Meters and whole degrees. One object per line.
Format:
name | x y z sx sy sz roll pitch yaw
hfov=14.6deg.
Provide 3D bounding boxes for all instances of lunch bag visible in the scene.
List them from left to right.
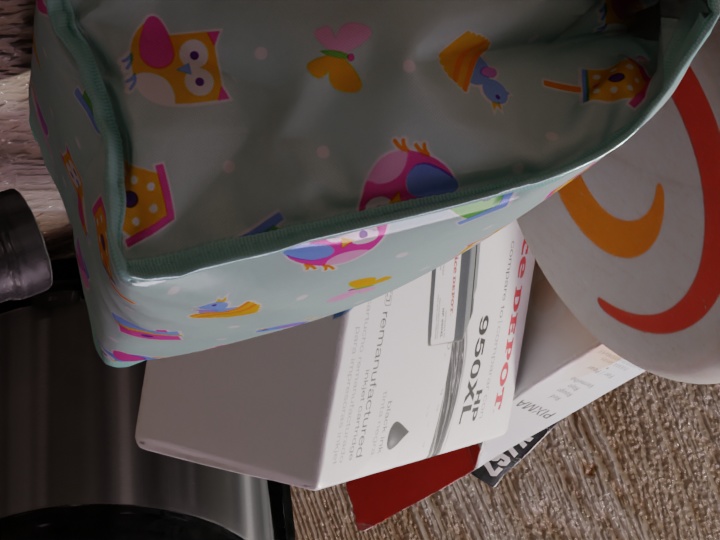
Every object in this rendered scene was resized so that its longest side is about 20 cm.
lunch bag | 0.004 -0.055 0.868 0.199 0.123 0.170 -16 173 -9

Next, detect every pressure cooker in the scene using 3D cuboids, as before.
pressure cooker | -0.127 0.087 1.344 0.175 0.201 0.179 -18 143 16

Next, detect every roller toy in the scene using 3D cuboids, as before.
roller toy | 0.150 -0.059 1.087 0.139 0.183 0.200 -19 174 -29

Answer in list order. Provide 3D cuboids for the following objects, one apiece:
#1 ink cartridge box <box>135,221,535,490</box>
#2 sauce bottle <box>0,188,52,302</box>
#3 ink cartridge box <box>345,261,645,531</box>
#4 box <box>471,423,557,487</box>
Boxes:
ink cartridge box | 0.000 0.000 1.135 0.084 0.146 0.200 13 -172 23
sauce bottle | -0.211 0.021 1.025 0.199 0.065 0.065 -23 175 -19
ink cartridge box | 0.045 0.001 1.276 0.199 0.163 0.050 -31 146 25
box | 0.116 -0.006 1.459 0.160 0.049 0.201 -48 -167 44
